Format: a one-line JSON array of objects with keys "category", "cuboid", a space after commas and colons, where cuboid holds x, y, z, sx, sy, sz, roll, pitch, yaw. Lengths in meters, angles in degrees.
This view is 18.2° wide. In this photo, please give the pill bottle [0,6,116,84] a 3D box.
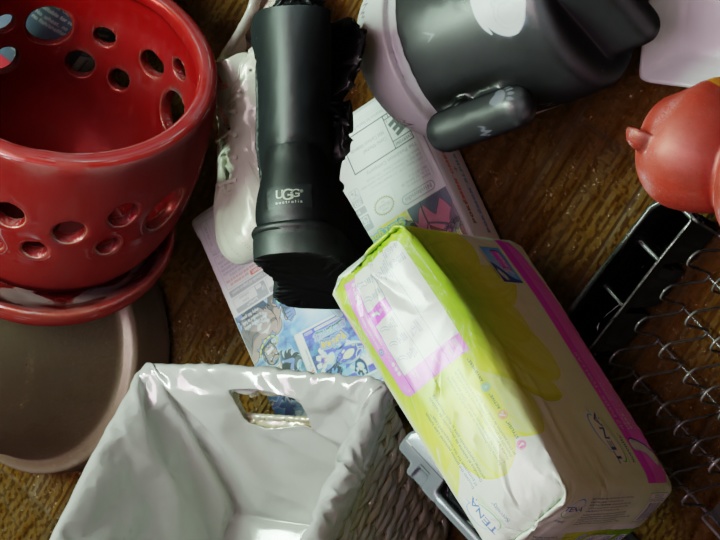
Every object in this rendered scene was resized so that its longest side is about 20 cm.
[{"category": "pill bottle", "cuboid": [-0.197, -0.226, 1.588, 0.120, 0.119, 0.200, 50, 115, 20]}]

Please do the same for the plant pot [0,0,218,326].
[{"category": "plant pot", "cuboid": [-0.201, -0.077, 1.504, 0.200, 0.200, 0.183, 39, 142, 25]}]

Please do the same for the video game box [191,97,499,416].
[{"category": "video game box", "cuboid": [0.000, 0.000, 1.517, 0.200, 0.047, 0.183, -31, 73, 30]}]

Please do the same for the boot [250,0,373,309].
[{"category": "boot", "cuboid": [-0.024, -0.070, 1.414, 0.076, 0.200, 0.169, -1, 77, 11]}]

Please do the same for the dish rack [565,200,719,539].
[{"category": "dish rack", "cuboid": [0.216, 0.072, 1.371, 0.200, 0.054, 0.154, 49, 116, 29]}]

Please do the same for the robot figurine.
[{"category": "robot figurine", "cuboid": [0.092, -0.154, 1.402, 0.200, 0.150, 0.125, -18, 94, 36]}]

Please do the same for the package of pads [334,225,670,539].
[{"category": "package of pads", "cuboid": [0.085, 0.069, 1.329, 0.068, 0.154, 0.200, -42, 67, 23]}]

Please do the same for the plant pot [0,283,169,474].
[{"category": "plant pot", "cuboid": [-0.265, 0.057, 1.613, 0.200, 0.174, 0.201, 2, 95, 32]}]

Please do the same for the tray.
[{"category": "tray", "cuboid": [0.267, -0.155, 1.354, 0.199, 0.022, 0.108, 11, 98, 32]}]

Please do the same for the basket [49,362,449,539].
[{"category": "basket", "cuboid": [-0.072, 0.186, 1.452, 0.198, 0.161, 0.200, 2, 48, 31]}]

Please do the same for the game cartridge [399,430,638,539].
[{"category": "game cartridge", "cuboid": [0.123, 0.169, 1.394, 0.200, 0.133, 0.042, 46, 115, 22]}]

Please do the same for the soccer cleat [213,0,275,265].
[{"category": "soccer cleat", "cuboid": [-0.073, -0.103, 1.501, 0.069, 0.077, 0.201, -6, 65, 43]}]

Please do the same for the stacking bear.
[{"category": "stacking bear", "cuboid": [0.253, -0.053, 1.308, 0.200, 0.121, 0.114, 22, 100, 30]}]
